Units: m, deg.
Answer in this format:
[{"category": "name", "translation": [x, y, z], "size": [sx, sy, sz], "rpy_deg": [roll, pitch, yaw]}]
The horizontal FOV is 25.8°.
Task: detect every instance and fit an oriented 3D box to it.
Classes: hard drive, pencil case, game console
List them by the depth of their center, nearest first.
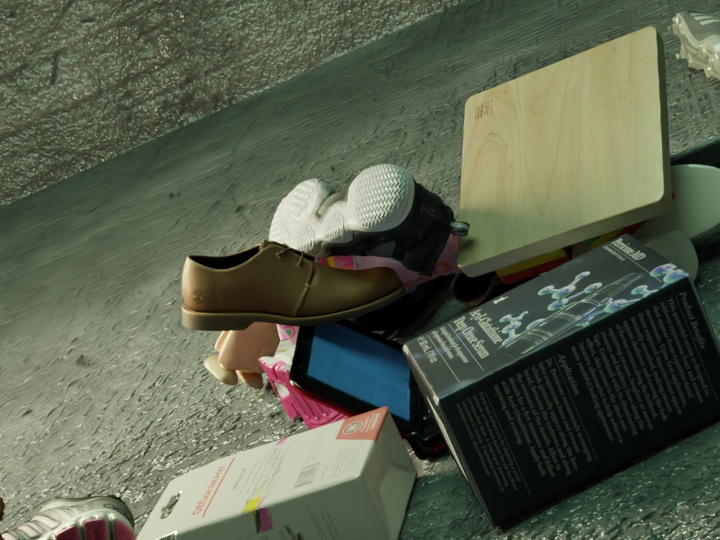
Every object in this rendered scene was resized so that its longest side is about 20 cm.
[{"category": "game console", "translation": [0.046, 0.060, 1.322], "size": [0.171, 0.119, 0.200], "rpy_deg": [-33, 14, 12]}, {"category": "pencil case", "translation": [0.000, 0.000, 1.488], "size": [0.198, 0.088, 0.088], "rpy_deg": [-25, 15, 3]}, {"category": "hard drive", "translation": [0.272, -0.078, 1.512], "size": [0.198, 0.033, 0.139], "rpy_deg": [-22, -4, 12]}]

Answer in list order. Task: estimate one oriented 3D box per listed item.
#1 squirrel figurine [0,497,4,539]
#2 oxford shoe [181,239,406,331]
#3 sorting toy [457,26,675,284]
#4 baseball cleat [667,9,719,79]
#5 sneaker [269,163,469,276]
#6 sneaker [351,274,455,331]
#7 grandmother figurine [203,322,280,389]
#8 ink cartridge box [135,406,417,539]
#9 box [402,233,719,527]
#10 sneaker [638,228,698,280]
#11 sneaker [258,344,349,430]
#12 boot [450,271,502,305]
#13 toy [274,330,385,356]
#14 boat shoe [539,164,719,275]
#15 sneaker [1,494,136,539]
[{"category": "squirrel figurine", "translation": [-0.364, 0.265, 1.257], "size": [0.186, 0.141, 0.202], "rpy_deg": [-39, 44, 25]}, {"category": "oxford shoe", "translation": [-0.058, 0.008, 1.366], "size": [0.197, 0.072, 0.071], "rpy_deg": [-4, 14, -7]}, {"category": "sorting toy", "translation": [0.191, -0.092, 1.400], "size": [0.197, 0.070, 0.202], "rpy_deg": [-19, 47, 29]}, {"category": "baseball cleat", "translation": [0.450, -0.283, 1.938], "size": [0.105, 0.070, 0.201], "rpy_deg": [-18, 25, 3]}, {"category": "sneaker", "translation": [0.008, -0.033, 1.412], "size": [0.199, 0.113, 0.076], "rpy_deg": [-13, 58, 50]}, {"category": "sneaker", "translation": [0.049, 0.017, 1.590], "size": [0.198, 0.071, 0.078], "rpy_deg": [-22, 48, -30]}, {"category": "grandmother figurine", "translation": [-0.088, 0.019, 1.562], "size": [0.060, 0.202, 0.121], "rpy_deg": [40, 20, 34]}, {"category": "ink cartridge box", "translation": [-0.065, 0.184, 1.205], "size": [0.198, 0.068, 0.117], "rpy_deg": [-19, 16, 19]}, {"category": "box", "translation": [0.148, 0.075, 1.145], "size": [0.198, 0.108, 0.148], "rpy_deg": [-26, 15, -2]}, {"category": "sneaker", "translation": [0.192, 0.027, 1.317], "size": [0.199, 0.076, 0.088], "rpy_deg": [-23, 5, -34]}, {"category": "sneaker", "translation": [-0.026, 0.094, 1.413], "size": [0.088, 0.082, 0.200], "rpy_deg": [-30, 16, -11]}, {"category": "boot", "translation": [0.133, -0.029, 1.569], "size": [0.147, 0.070, 0.201], "rpy_deg": [-61, -7, -24]}, {"category": "toy", "translation": [-0.046, 0.049, 1.657], "size": [0.198, 0.048, 0.115], "rpy_deg": [-14, 20, 39]}, {"category": "boat shoe", "translation": [0.253, -0.034, 1.423], "size": [0.198, 0.073, 0.068], "rpy_deg": [-27, -23, 21]}, {"category": "sneaker", "translation": [-0.277, 0.244, 1.347], "size": [0.198, 0.074, 0.088], "rpy_deg": [-22, 11, 8]}]
